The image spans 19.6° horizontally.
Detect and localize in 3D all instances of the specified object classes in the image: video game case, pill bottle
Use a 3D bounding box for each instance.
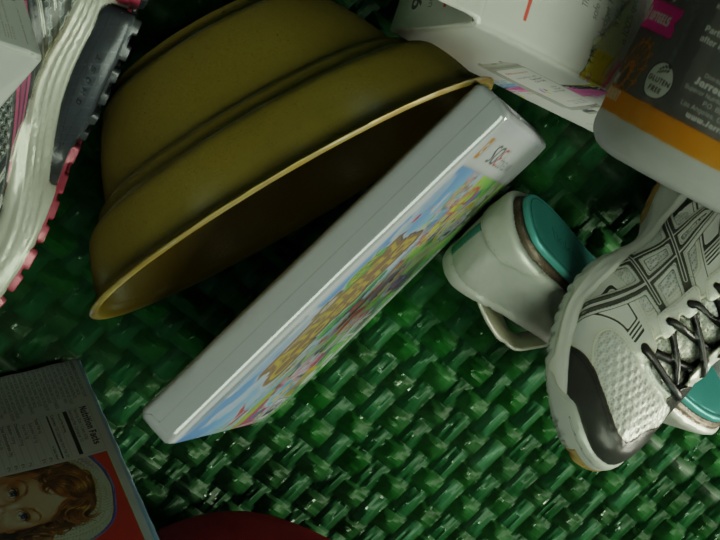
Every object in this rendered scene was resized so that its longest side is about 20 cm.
[{"bbox_3d":[0.000,0.000,0.946,0.200,0.182,0.022,-44,82,7],"label":"video game case"},{"bbox_3d":[0.188,-0.117,0.855,0.116,0.116,0.200,22,99,-32],"label":"pill bottle"}]

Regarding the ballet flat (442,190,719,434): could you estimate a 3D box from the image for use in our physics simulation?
[{"bbox_3d":[0.112,0.030,1.067,0.069,0.069,0.200,-45,127,7],"label":"ballet flat"}]

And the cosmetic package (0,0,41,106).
[{"bbox_3d":[-0.220,-0.048,0.839,0.082,0.051,0.200,14,133,-43],"label":"cosmetic package"}]

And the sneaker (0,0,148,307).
[{"bbox_3d":[-0.158,-0.058,0.893,0.075,0.081,0.200,22,103,-13],"label":"sneaker"}]

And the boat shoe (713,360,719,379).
[{"bbox_3d":[0.265,0.009,1.111,0.070,0.066,0.200,33,102,-34],"label":"boat shoe"}]

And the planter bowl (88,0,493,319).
[{"bbox_3d":[-0.049,-0.064,0.898,0.200,0.200,0.084,-31,86,-3],"label":"planter bowl"}]

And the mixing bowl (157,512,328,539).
[{"bbox_3d":[-0.068,0.195,1.042,0.200,0.108,0.200,-15,129,-19],"label":"mixing bowl"}]

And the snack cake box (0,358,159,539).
[{"bbox_3d":[-0.152,0.128,0.924,0.115,0.200,0.067,-12,123,-15],"label":"snack cake box"}]

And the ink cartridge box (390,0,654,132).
[{"bbox_3d":[0.092,-0.138,0.925,0.200,0.067,0.117,23,79,-32],"label":"ink cartridge box"}]

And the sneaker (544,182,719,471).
[{"bbox_3d":[0.161,0.012,1.002,0.076,0.088,0.200,53,55,-30],"label":"sneaker"}]
